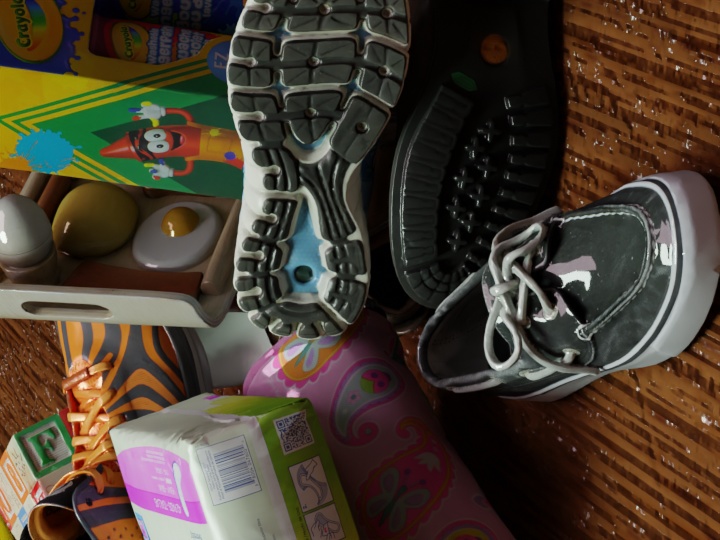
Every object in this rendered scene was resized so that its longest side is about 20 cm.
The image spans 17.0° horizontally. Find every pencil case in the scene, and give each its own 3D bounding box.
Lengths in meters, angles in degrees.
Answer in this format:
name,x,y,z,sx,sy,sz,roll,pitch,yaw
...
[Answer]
name,x,y,z,sx,sy,sz,roll,pitch,yaw
pencil case,0.020,0.109,1.117,0.200,0.087,0.088,60,144,35

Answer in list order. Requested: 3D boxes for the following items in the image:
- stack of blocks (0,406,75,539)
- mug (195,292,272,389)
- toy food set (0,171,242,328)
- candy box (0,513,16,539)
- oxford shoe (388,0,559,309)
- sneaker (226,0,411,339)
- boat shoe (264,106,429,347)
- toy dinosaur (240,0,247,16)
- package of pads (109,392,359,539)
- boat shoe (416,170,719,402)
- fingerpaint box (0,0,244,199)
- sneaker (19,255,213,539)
name,x,y,z,sx,sy,sz,roll,pitch,yaw
stack of blocks,-0.163,0.158,1.402,0.116,0.058,0.200,60,158,9
mug,-0.074,-0.051,1.359,0.133,0.176,0.201,51,-149,-65
toy food set,-0.121,-0.050,1.238,0.201,0.143,0.061,-70,-26,-42
candy box,-0.166,0.200,1.273,0.103,0.026,0.200,61,172,19
oxford shoe,0.048,-0.083,1.100,0.084,0.072,0.201,-157,76,-75
sneaker,-0.024,-0.073,1.097,0.090,0.078,0.201,-89,8,-61
boat shoe,0.000,0.000,1.203,0.200,0.075,0.072,119,141,-53
toy dinosaur,-0.033,-0.178,1.155,0.136,0.102,0.201,67,-172,-62
package of pads,-0.049,0.138,1.100,0.200,0.068,0.155,171,80,-75
boat shoe,0.081,0.010,1.012,0.199,0.068,0.074,150,117,-64
fingerpaint box,-0.106,-0.137,1.226,0.074,0.166,0.201,105,171,-46
sneaker,-0.129,0.085,1.220,0.077,0.112,0.201,-36,77,42
